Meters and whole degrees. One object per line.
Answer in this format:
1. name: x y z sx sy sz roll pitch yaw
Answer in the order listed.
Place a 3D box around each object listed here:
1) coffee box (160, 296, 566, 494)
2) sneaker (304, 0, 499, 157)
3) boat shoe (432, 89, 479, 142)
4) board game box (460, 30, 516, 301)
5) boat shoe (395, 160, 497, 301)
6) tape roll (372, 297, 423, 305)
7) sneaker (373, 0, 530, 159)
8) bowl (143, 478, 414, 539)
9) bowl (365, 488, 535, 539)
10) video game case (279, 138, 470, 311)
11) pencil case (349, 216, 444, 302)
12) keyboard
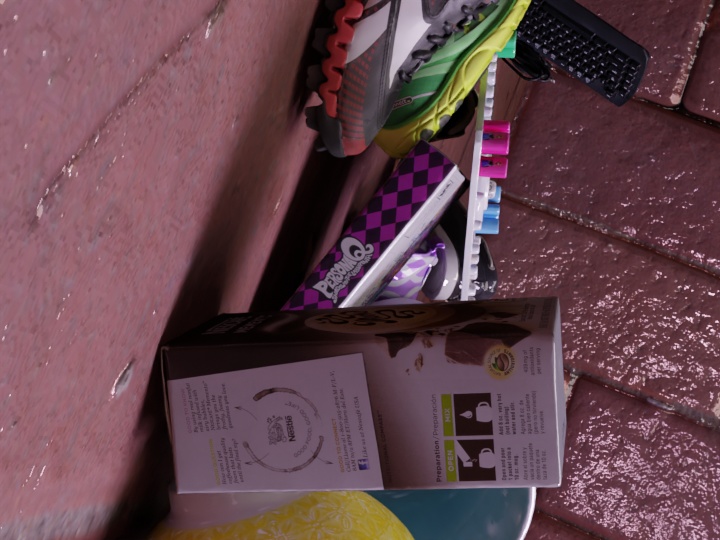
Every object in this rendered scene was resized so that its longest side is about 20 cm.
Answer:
1. coffee box: 0.007 0.064 0.678 0.113 0.198 0.081 -38 124 -78
2. sneaker: 0.033 -0.153 0.733 0.071 0.097 0.202 -47 157 -77
3. boat shoe: 0.058 -0.134 1.058 0.200 0.073 0.076 -13 123 -81
4. board game box: 0.098 -0.068 0.979 0.201 0.026 0.201 -77 171 -53
5. boat shoe: 0.075 -0.040 1.190 0.200 0.060 0.074 -114 -141 -55
6. tape roll: 0.009 0.117 1.095 0.202 0.037 0.204 -24 134 -28
7. sneaker: 0.059 -0.171 0.884 0.201 0.083 0.074 -55 -175 -24
8. bowl: -0.060 0.165 0.731 0.200 0.198 0.109 -36 112 -77
9. bowl: 0.018 0.129 0.900 0.105 0.199 0.202 -90 -164 -66
10. video game case: 0.000 0.000 0.901 0.200 0.036 0.181 -51 174 6
11. pencil case: 0.007 0.047 1.130 0.084 0.085 0.201 -106 -148 -61
12. keyboard: 0.132 -0.188 1.013 0.040 0.200 0.104 -46 163 -19
